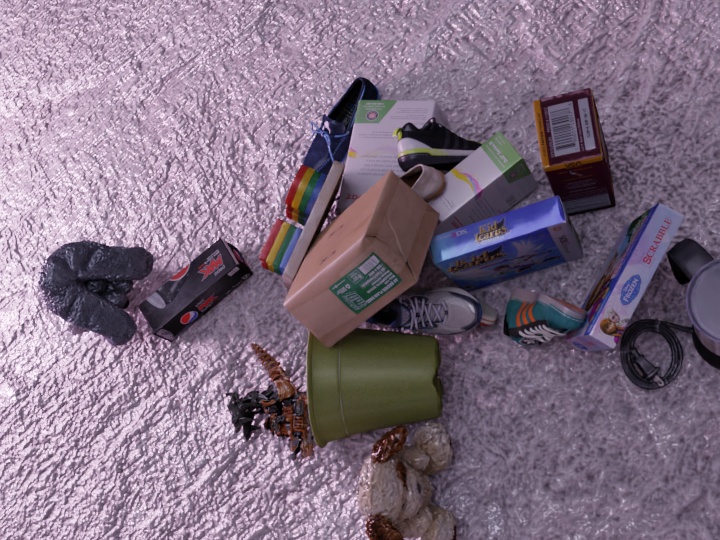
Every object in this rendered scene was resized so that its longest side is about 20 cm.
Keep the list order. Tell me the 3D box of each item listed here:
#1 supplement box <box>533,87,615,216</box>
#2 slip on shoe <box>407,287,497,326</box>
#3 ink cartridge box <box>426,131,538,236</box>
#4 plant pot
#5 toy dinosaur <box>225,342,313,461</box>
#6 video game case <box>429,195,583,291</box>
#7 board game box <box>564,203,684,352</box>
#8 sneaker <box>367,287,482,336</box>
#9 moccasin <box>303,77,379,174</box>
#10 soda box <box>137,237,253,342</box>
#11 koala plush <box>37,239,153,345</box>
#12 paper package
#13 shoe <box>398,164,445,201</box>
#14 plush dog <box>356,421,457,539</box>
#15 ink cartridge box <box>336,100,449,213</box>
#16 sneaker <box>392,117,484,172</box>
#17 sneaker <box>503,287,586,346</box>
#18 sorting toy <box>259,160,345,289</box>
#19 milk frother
[{"bbox_3d":[0.321,-0.170,1.366,0.085,0.200,0.111,-10,70,18],"label":"supplement box"},{"bbox_3d":[0.119,0.067,1.457,0.199,0.074,0.062,6,107,19],"label":"slip on shoe"},{"bbox_3d":[0.173,-0.115,1.456,0.200,0.117,0.067,-38,62,8],"label":"ink cartridge box"},{"bbox_3d":[0.029,0.167,1.406,0.189,0.200,0.201,-3,72,8],"label":"plant pot"},{"bbox_3d":[-0.143,0.220,1.513,0.135,0.102,0.201,-22,47,-2],"label":"toy dinosaur"},{"bbox_3d":[0.221,-0.033,1.374,0.199,0.181,0.046,-18,68,16],"label":"video game case"},{"bbox_3d":[0.364,0.017,1.291,0.041,0.200,0.201,29,85,6],"label":"board game box"},{"bbox_3d":[0.083,0.066,1.387,0.199,0.085,0.078,1,99,24],"label":"sneaker"},{"bbox_3d":[-0.047,-0.256,1.618,0.080,0.068,0.201,27,86,27],"label":"moccasin"},{"bbox_3d":[-0.293,0.035,1.631,0.200,0.063,0.071,-39,64,6],"label":"soda box"},{"bbox_3d":[-0.481,0.035,1.649,0.183,0.200,0.179,16,79,-14],"label":"koala plush"},{"bbox_3d":[0.001,-0.017,1.336,0.200,0.103,0.191,-38,19,36],"label":"paper package"},{"bbox_3d":[0.037,-0.106,1.430,0.199,0.053,0.070,-31,64,24],"label":"shoe"},{"bbox_3d":[0.048,0.318,1.341,0.159,0.172,0.201,-7,72,20],"label":"plush dog"},{"bbox_3d":[0.056,-0.177,1.541,0.144,0.087,0.201,5,74,24],"label":"ink cartridge box"},{"bbox_3d":[0.135,-0.205,1.458,0.072,0.199,0.083,-17,82,49],"label":"sneaker"},{"bbox_3d":[0.264,0.077,1.337,0.071,0.200,0.080,20,89,-11],"label":"sneaker"},{"bbox_3d":[-0.100,-0.079,1.506,0.069,0.200,0.200,24,83,-1],"label":"sorting toy"},{"bbox_3d":[0.454,0.081,1.240,0.180,0.188,0.200,35,89,28],"label":"milk frother"}]
